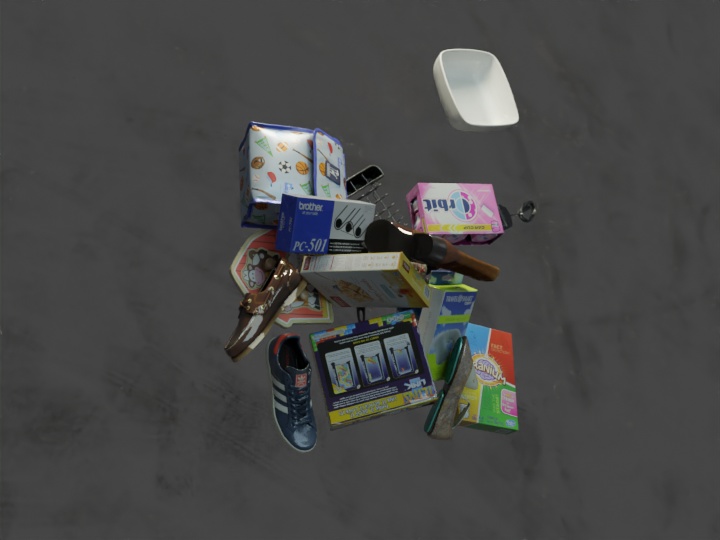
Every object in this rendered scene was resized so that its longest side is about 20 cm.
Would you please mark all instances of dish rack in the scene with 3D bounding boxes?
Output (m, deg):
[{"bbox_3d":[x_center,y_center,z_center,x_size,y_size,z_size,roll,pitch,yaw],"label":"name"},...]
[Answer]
[{"bbox_3d":[0.027,-0.092,1.603,0.153,0.054,0.202,-34,90,-37],"label":"dish rack"}]

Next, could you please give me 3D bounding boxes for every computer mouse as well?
[{"bbox_3d":[0.338,-0.123,1.840,0.198,0.034,0.060,-15,80,-44],"label":"computer mouse"}]

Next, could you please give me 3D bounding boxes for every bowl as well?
[{"bbox_3d":[0.258,-0.410,1.885,0.196,0.074,0.204,-7,74,-35],"label":"bowl"}]

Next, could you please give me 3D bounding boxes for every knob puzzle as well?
[{"bbox_3d":[-0.141,0.005,1.465,0.216,0.030,0.225,14,63,-28],"label":"knob puzzle"}]

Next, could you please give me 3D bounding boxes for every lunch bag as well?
[{"bbox_3d":[-0.117,-0.169,1.487,0.195,0.124,0.174,6,66,-21],"label":"lunch bag"}]

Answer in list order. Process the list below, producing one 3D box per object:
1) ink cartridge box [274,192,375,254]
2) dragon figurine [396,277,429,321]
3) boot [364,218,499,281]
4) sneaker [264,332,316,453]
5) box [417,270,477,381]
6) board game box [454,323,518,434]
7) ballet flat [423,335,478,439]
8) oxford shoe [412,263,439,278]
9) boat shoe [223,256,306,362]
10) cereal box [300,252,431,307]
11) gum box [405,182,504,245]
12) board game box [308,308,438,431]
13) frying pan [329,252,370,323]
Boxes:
[{"bbox_3d":[-0.058,-0.078,1.410,0.198,0.044,0.096,1,101,-48],"label":"ink cartridge box"},{"bbox_3d":[0.105,0.081,1.555,0.098,0.202,0.059,-28,50,-8],"label":"dragon figurine"},{"bbox_3d":[0.126,-0.034,1.445,0.198,0.186,0.070,17,81,-45],"label":"boot"},{"bbox_3d":[-0.109,0.202,1.362,0.074,0.084,0.204,-8,74,-35],"label":"sneaker"},{"bbox_3d":[0.154,0.105,1.513,0.121,0.047,0.205,0,107,-52],"label":"box"},{"bbox_3d":[0.239,0.213,1.612,0.150,0.040,0.205,14,62,-28],"label":"board game box"},{"bbox_3d":[0.180,0.222,1.503,0.066,0.068,0.204,19,101,-6],"label":"ballet flat"},{"bbox_3d":[0.089,-0.014,1.544,0.198,0.074,0.072,-17,120,-55],"label":"oxford shoe"},{"bbox_3d":[-0.173,0.064,1.381,0.071,0.070,0.201,49,55,-20],"label":"boat shoe"},{"bbox_3d":[0.011,0.020,1.420,0.144,0.196,0.040,46,50,-50],"label":"cereal box"},{"bbox_3d":[0.194,-0.117,1.702,0.196,0.066,0.116,-2,69,-25],"label":"gum box"},{"bbox_3d":[0.021,0.174,1.426,0.195,0.057,0.169,-12,73,-9],"label":"board game box"},{"bbox_3d":[-0.015,-0.007,1.525,0.113,0.031,0.194,20,78,-13],"label":"frying pan"}]
